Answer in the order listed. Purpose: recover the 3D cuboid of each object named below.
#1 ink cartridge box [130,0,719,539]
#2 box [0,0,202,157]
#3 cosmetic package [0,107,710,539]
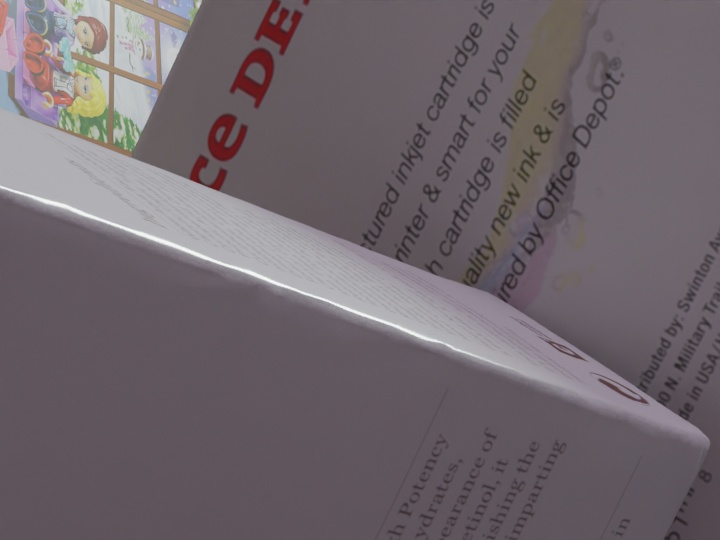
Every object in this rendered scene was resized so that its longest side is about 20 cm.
[{"bbox_3d":[0.067,0.010,0.601,0.199,0.148,0.144,32,11,29],"label":"ink cartridge box"},{"bbox_3d":[-0.083,-0.069,0.749,0.039,0.201,0.136,-17,-21,34],"label":"box"},{"bbox_3d":[-0.046,0.035,0.456,0.199,0.102,0.074,22,7,-42],"label":"cosmetic package"}]
